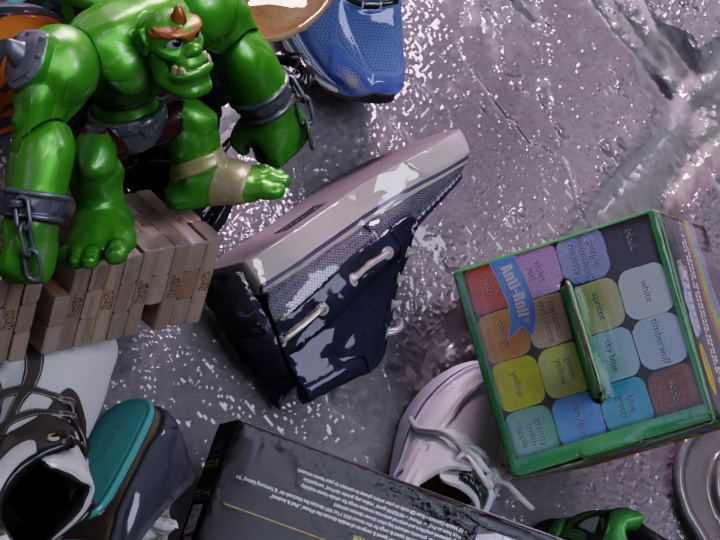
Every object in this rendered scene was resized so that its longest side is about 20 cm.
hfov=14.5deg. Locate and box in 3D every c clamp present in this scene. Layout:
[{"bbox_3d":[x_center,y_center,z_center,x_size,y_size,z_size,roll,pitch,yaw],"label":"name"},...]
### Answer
[{"bbox_3d":[0.271,0.144,1.784,0.171,0.027,0.201,-29,93,-41],"label":"c clamp"}]

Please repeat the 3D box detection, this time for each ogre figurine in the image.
[{"bbox_3d":[-0.109,-0.078,1.386,0.199,0.098,0.120,-20,112,-20],"label":"ogre figurine"}]

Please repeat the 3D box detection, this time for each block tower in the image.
[{"bbox_3d":[-0.167,0.008,1.408,0.199,0.058,0.054,-10,38,-41],"label":"block tower"}]

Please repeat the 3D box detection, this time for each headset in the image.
[{"bbox_3d":[-0.110,-0.074,1.512,0.200,0.094,0.124,-28,137,-31],"label":"headset"}]

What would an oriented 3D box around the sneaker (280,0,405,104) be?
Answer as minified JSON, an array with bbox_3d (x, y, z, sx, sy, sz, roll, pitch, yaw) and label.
[{"bbox_3d":[-0.006,-0.195,1.640,0.078,0.089,0.201,-3,77,-38],"label":"sneaker"}]

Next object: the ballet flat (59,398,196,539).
[{"bbox_3d":[-0.139,0.150,1.430,0.073,0.073,0.200,48,45,-15],"label":"ballet flat"}]

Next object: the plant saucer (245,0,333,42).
[{"bbox_3d":[-0.080,-0.214,1.484,0.200,0.035,0.201,14,70,-45],"label":"plant saucer"}]

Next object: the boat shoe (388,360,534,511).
[{"bbox_3d":[0.051,0.124,1.576,0.075,0.086,0.202,46,52,-17],"label":"boat shoe"}]

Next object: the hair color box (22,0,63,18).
[{"bbox_3d":[-0.116,-0.216,1.552,0.061,0.101,0.201,36,57,-26],"label":"hair color box"}]

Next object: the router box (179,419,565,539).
[{"bbox_3d":[-0.002,0.181,1.477,0.199,0.051,0.150,21,79,-12],"label":"router box"}]

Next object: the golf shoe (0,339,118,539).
[{"bbox_3d":[-0.157,0.094,1.400,0.200,0.094,0.078,-55,139,-42],"label":"golf shoe"}]

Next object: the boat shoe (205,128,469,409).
[{"bbox_3d":[0.000,0.000,1.597,0.200,0.075,0.093,-33,103,-33],"label":"boat shoe"}]

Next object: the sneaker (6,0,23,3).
[{"bbox_3d":[-0.219,-0.174,1.469,0.077,0.080,0.201,-33,97,-41],"label":"sneaker"}]

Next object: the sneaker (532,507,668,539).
[{"bbox_3d":[0.186,0.214,1.654,0.200,0.085,0.078,41,54,-21],"label":"sneaker"}]

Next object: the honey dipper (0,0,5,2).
[{"bbox_3d":[-0.222,-0.117,1.427,0.200,0.038,0.038,-34,97,-18],"label":"honey dipper"}]

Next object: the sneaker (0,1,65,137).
[{"bbox_3d":[-0.203,-0.059,1.370,0.200,0.112,0.078,-30,130,-26],"label":"sneaker"}]

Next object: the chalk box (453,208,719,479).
[{"bbox_3d":[0.135,0.043,1.592,0.200,0.123,0.125,9,66,-72],"label":"chalk box"}]
